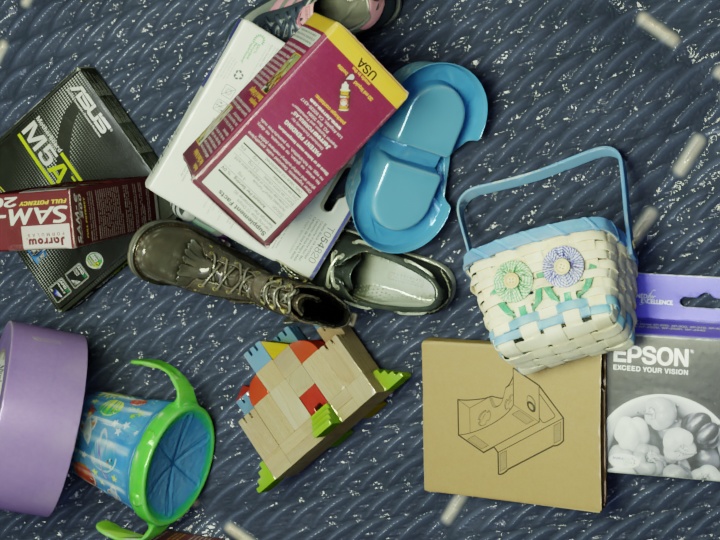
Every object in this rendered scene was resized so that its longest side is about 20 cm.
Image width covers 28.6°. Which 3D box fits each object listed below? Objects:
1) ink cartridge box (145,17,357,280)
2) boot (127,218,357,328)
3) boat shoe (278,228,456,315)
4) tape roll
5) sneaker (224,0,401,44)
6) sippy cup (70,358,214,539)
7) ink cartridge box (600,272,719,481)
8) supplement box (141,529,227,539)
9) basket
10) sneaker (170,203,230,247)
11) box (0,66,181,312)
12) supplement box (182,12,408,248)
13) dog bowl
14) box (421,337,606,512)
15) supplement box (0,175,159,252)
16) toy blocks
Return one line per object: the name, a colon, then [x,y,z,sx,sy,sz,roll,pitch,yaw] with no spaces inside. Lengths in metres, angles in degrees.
ink cartridge box: [-0.086,-0.122,1.442,0.199,0.041,0.201,30,96,-16]
boot: [-0.117,0.008,1.428,0.173,0.199,0.070,19,92,46]
boat shoe: [0.000,0.000,1.475,0.198,0.060,0.076,8,100,16]
tape roll: [-0.361,0.160,1.533,0.084,0.200,0.202,12,103,-19]
sneaker: [-0.060,-0.258,1.448,0.198,0.082,0.071,-17,95,19]
sippy cup: [-0.249,0.195,1.552,0.129,0.140,0.179,16,61,25]
ink cartridge box: [0.336,0.106,1.393,0.196,0.043,0.202,2,97,19]
supplement box: [-0.161,0.362,1.562,0.198,0.086,0.112,6,100,16]
basket: [0.189,-0.014,1.383,0.175,0.139,0.202,-19,56,20]
sneaker: [-0.114,-0.123,1.506,0.087,0.074,0.200,37,96,-31]
box: [-0.315,-0.089,1.571,0.193,0.047,0.201,-36,86,20]
supplement box: [-0.066,-0.137,1.353,0.200,0.131,0.103,-46,109,3]
dog bowl: [0.051,-0.118,1.424,0.111,0.050,0.202,14,105,-29]
box: [0.155,0.154,1.447,0.198,0.021,0.165,2,97,30]
supplement box: [-0.294,-0.059,1.442,0.108,0.200,0.062,-3,97,16]
toy blocks: [-0.064,0.120,1.506,0.200,0.100,0.137,-42,72,17]
